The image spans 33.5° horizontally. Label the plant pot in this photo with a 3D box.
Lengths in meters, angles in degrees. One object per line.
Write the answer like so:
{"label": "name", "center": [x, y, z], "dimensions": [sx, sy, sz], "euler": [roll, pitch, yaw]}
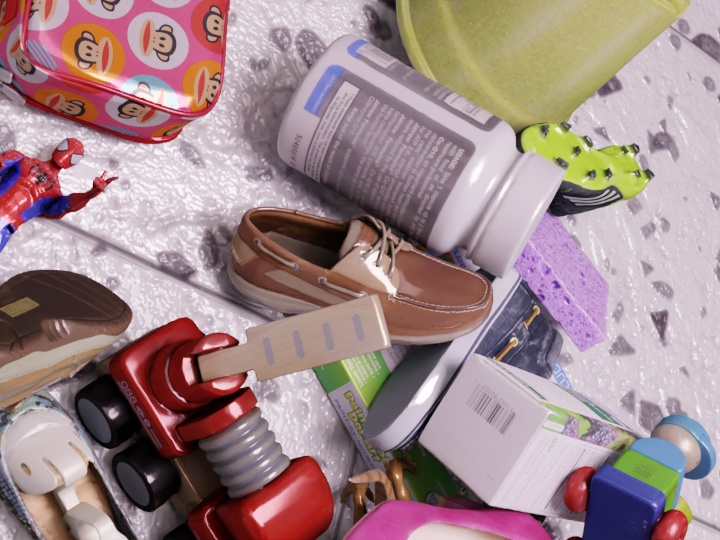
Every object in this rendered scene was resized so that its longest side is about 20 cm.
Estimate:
{"label": "plant pot", "center": [0.163, -0.221, 0.999], "dimensions": [0.200, 0.184, 0.201], "euler": [27, 46, -32]}

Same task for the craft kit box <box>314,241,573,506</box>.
{"label": "craft kit box", "center": [0.067, 0.079, 0.966], "dimensions": [0.197, 0.048, 0.200], "euler": [-31, 95, -39]}

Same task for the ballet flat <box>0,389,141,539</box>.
{"label": "ballet flat", "center": [-0.181, 0.147, 0.760], "dimensions": [0.074, 0.074, 0.200], "euler": [-35, 97, -36]}

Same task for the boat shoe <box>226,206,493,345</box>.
{"label": "boat shoe", "center": [0.000, 0.000, 0.868], "dimensions": [0.199, 0.072, 0.076], "euler": [9, 43, 1]}

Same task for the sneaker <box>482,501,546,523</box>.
{"label": "sneaker", "center": [0.110, 0.228, 0.900], "dimensions": [0.200, 0.088, 0.074], "euler": [-31, 136, -50]}

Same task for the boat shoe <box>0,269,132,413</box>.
{"label": "boat shoe", "center": [-0.211, 0.051, 0.739], "dimensions": [0.072, 0.076, 0.200], "euler": [32, 14, 12]}

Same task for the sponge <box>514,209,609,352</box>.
{"label": "sponge", "center": [0.146, -0.034, 1.031], "dimensions": [0.200, 0.030, 0.112], "euler": [52, 25, -11]}

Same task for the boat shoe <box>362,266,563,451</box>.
{"label": "boat shoe", "center": [0.087, 0.083, 0.908], "dimensions": [0.091, 0.071, 0.200], "euler": [49, 55, -11]}

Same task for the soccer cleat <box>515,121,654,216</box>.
{"label": "soccer cleat", "center": [0.178, -0.078, 1.018], "dimensions": [0.200, 0.081, 0.068], "euler": [4, 58, -52]}

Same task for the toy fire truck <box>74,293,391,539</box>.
{"label": "toy fire truck", "center": [-0.064, 0.102, 0.770], "dimensions": [0.129, 0.200, 0.176], "euler": [-33, 95, -36]}

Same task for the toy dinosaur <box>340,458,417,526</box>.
{"label": "toy dinosaur", "center": [0.019, 0.177, 0.842], "dimensions": [0.060, 0.200, 0.106], "euler": [-8, 36, -4]}

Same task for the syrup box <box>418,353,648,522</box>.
{"label": "syrup box", "center": [0.140, 0.131, 0.889], "dimensions": [0.200, 0.079, 0.082], "euler": [21, 103, -50]}

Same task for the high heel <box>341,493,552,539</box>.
{"label": "high heel", "center": [0.059, 0.195, 0.780], "dimensions": [0.200, 0.096, 0.068], "euler": [5, 103, -58]}

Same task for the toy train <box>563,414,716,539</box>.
{"label": "toy train", "center": [0.207, 0.209, 0.891], "dimensions": [0.116, 0.085, 0.201], "euler": [-35, 138, -41]}

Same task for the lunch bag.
{"label": "lunch bag", "center": [-0.181, -0.202, 0.846], "dimensions": [0.176, 0.082, 0.201], "euler": [17, 68, -30]}

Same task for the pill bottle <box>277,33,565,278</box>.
{"label": "pill bottle", "center": [0.047, -0.084, 0.911], "dimensions": [0.200, 0.114, 0.114], "euler": [32, 57, 8]}

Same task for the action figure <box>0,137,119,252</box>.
{"label": "action figure", "center": [-0.234, -0.029, 0.760], "dimensions": [0.065, 0.099, 0.200], "euler": [47, 53, -14]}
